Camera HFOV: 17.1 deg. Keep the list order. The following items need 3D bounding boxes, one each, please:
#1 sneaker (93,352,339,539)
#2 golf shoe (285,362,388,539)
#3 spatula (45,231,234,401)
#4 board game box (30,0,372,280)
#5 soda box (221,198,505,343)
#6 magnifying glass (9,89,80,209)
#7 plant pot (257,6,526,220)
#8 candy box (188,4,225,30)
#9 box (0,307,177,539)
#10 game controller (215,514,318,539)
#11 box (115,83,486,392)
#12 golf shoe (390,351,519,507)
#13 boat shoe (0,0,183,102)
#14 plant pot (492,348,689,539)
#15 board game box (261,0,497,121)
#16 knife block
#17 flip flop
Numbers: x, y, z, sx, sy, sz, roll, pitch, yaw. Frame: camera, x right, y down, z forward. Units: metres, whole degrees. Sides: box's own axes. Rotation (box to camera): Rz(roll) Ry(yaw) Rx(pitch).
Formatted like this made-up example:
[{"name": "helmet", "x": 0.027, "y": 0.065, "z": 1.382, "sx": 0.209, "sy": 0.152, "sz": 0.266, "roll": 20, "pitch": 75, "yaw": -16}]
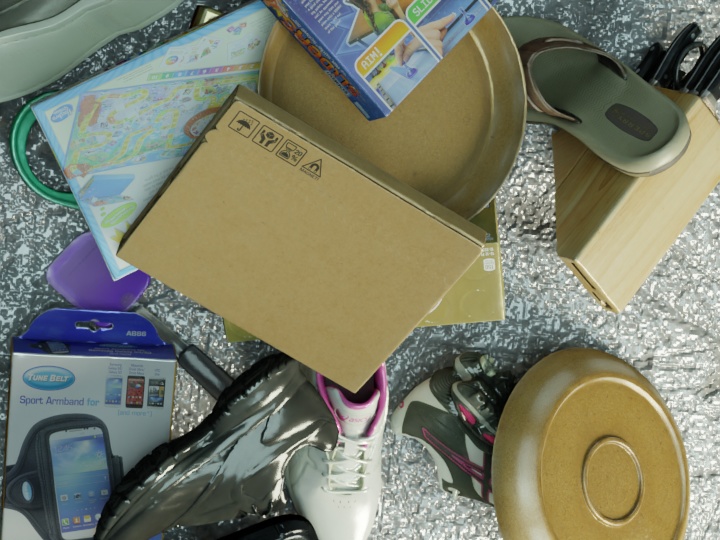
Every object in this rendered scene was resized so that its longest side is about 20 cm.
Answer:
[{"name": "sneaker", "x": -0.101, "y": 0.148, "z": 1.682, "sx": 0.200, "sy": 0.076, "sz": 0.091, "roll": -39, "pitch": 101, "yaw": 5}, {"name": "golf shoe", "x": -0.015, "y": 0.118, "z": 1.740, "sx": 0.075, "sy": 0.092, "sz": 0.200, "roll": -3, "pitch": 102, "yaw": -10}, {"name": "spatula", "x": -0.139, "y": 0.050, "z": 1.741, "sx": 0.200, "sy": 0.021, "sz": 0.057, "roll": 42, "pitch": 91, "yaw": -14}, {"name": "board game box", "x": -0.110, "y": -0.096, "z": 1.655, "sx": 0.200, "sy": 0.034, "sz": 0.135, "roll": -25, "pitch": 100, "yaw": -5}, {"name": "soda box", "x": 0.000, "y": 0.000, "z": 1.685, "sx": 0.200, "sy": 0.064, "sz": 0.068, "roll": -5, "pitch": 122, "yaw": 4}, {"name": "magnifying glass", "x": -0.167, "y": -0.052, "z": 1.716, "sx": 0.200, "sy": 0.022, "sz": 0.080, "roll": 41, "pitch": 83, "yaw": -17}, {"name": "plant pot", "x": 0.020, "y": -0.118, "z": 1.646, "sx": 0.200, "sy": 0.027, "sz": 0.200, "roll": 1, "pitch": 88, "yaw": -21}, {"name": "candy box", "x": -0.041, "y": -0.102, "z": 1.713, "sx": 0.200, "sy": 0.055, "sz": 0.116, "roll": 20, "pitch": 96, "yaw": -13}, {"name": "box", "x": -0.197, "y": 0.127, "z": 1.724, "sx": 0.119, "sy": 0.041, "sz": 0.200, "roll": 2, "pitch": 109, "yaw": -10}, {"name": "game controller", "x": -0.121, "y": 0.240, "z": 1.749, "sx": 0.200, "sy": 0.104, "sz": 0.042, "roll": -21, "pitch": 60, "yaw": -3}, {"name": "box", "x": -0.042, "y": -0.017, "z": 1.613, "sx": 0.200, "sy": 0.021, "sz": 0.164, "roll": 30, "pitch": 125, "yaw": -16}, {"name": "golf shoe", "x": 0.110, "y": 0.146, "z": 1.785, "sx": 0.088, "sy": 0.077, "sz": 0.200, "roll": -30, "pitch": 113, "yaw": 28}, {"name": "boat shoe", "x": -0.215, "y": -0.181, "z": 1.668, "sx": 0.201, "sy": 0.072, "sz": 0.060, "roll": -27, "pitch": 63, "yaw": 8}, {"name": "plant pot", "x": 0.178, "y": 0.156, "z": 1.754, "sx": 0.200, "sy": 0.027, "sz": 0.200, "roll": 8, "pitch": 78, "yaw": -40}, {"name": "board game box", "x": 0.033, "y": -0.218, "z": 1.621, "sx": 0.200, "sy": 0.034, "sz": 0.135, "roll": -46, "pitch": 104, "yaw": -17}, {"name": "knife block", "x": 0.225, "y": -0.085, "z": 1.700, "sx": 0.175, "sy": 0.200, "sz": 0.064, "roll": -27, "pitch": 125, "yaw": 25}, {"name": "flip flop", "x": 0.147, "y": -0.131, "z": 1.686, "sx": 0.081, "sy": 0.200, "sz": 0.058, "roll": -50, "pitch": 143, "yaw": -5}]
